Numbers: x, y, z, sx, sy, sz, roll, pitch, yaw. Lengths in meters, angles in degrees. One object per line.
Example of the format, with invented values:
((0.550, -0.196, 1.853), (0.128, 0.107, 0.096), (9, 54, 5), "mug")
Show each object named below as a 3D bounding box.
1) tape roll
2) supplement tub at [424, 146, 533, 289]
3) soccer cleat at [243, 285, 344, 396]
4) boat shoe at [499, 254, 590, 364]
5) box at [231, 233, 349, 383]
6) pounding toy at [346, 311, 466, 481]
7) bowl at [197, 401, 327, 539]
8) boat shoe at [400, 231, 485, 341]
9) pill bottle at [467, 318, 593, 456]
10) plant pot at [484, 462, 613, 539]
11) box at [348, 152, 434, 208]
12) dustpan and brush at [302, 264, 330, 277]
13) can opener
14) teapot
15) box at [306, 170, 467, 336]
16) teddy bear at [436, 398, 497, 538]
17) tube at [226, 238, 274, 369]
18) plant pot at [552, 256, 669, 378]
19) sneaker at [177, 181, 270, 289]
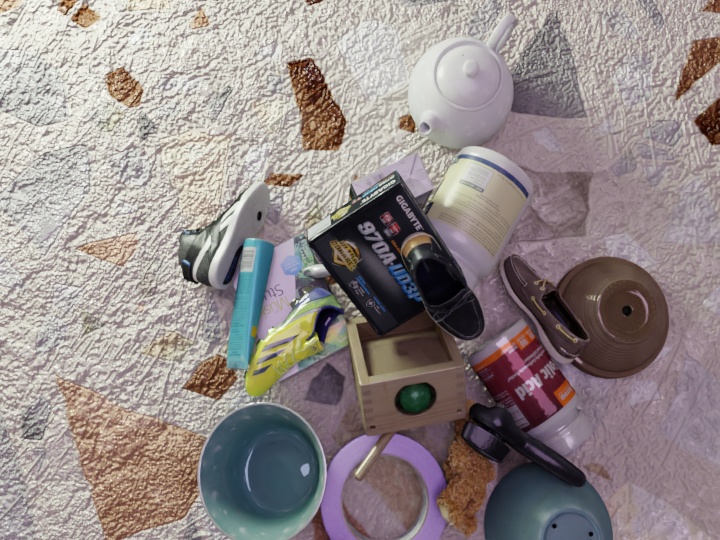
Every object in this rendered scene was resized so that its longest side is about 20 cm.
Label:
((0.036, 0.354, 1.130), (0.196, 0.066, 0.205), (0, 80, -2), "tape roll")
((0.175, -0.079, 1.174), (0.144, 0.145, 0.202), (31, 80, 3), "supplement tub")
((-0.103, 0.116, 1.126), (0.083, 0.065, 0.201), (32, 78, 23), "soccer cleat")
((0.296, 0.050, 1.172), (0.071, 0.060, 0.202), (-6, 57, -38), "boat shoe")
((-0.113, 0.061, 1.191), (0.142, 0.036, 0.203), (-27, 83, -7), "box")
((0.059, 0.179, 1.101), (0.180, 0.201, 0.144), (-10, 123, -4), "pounding toy")
((-0.134, 0.305, 1.098), (0.196, 0.105, 0.205), (-3, 76, 12), "bowl")
((0.120, 0.035, 1.026), (0.074, 0.063, 0.201), (-30, 121, 8), "boat shoe")
((0.268, 0.189, 1.144), (0.113, 0.114, 0.201), (-34, 83, -8), "pill bottle")
((0.296, 0.398, 1.098), (0.196, 0.135, 0.205), (0, 80, -2), "plant pot")
((0.042, -0.105, 1.145), (0.115, 0.200, 0.061), (-25, 82, -8), "box")
((0.000, 0.000, 1.144), (0.196, 0.058, 0.142), (-8, 117, 10), "dustpan and brush")
((0.242, 0.260, 1.076), (0.198, 0.063, 0.080), (29, 90, -4), "can opener")
((0.175, -0.312, 1.216), (0.193, 0.146, 0.204), (-6, 79, -4), "teapot")
((0.039, -0.019, 1.046), (0.157, 0.046, 0.201), (-31, 120, 11), "box")
((0.170, 0.301, 1.107), (0.146, 0.066, 0.201), (57, 44, -29), "teddy bear")
((-0.176, 0.053, 1.142), (0.050, 0.077, 0.204), (15, 76, -25), "tube")
((0.416, 0.072, 1.184), (0.196, 0.093, 0.205), (0, 81, -2), "plant pot")
((-0.234, -0.071, 1.192), (0.110, 0.073, 0.202), (11, 60, 23), "sneaker")
